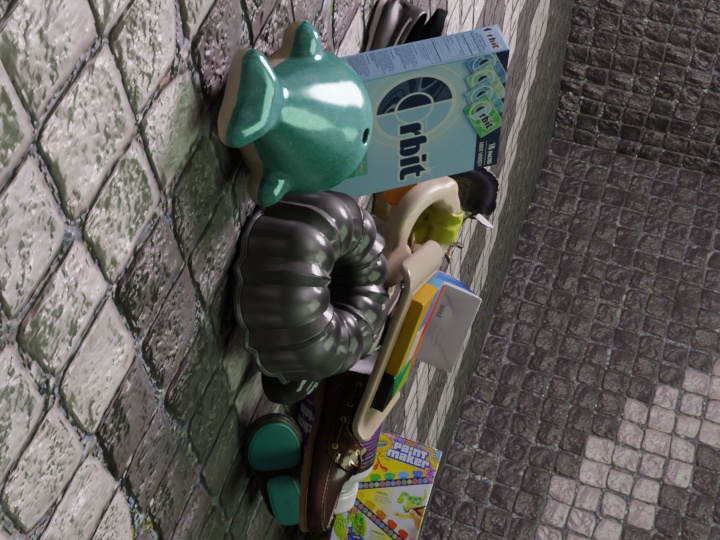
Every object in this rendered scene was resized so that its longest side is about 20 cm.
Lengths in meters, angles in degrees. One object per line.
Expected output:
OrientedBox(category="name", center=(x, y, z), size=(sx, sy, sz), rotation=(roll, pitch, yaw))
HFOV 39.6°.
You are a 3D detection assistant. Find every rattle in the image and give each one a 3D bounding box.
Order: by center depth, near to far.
OrientedBox(category="rattle", center=(0.020, -0.049, 1.206), size=(0.200, 0.143, 0.131), rotation=(-41, 159, -23))

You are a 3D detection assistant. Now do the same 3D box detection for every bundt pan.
OrientedBox(category="bundt pan", center=(-0.036, 0.014, 0.985), size=(0.201, 0.075, 0.204), rotation=(-9, 101, -57))

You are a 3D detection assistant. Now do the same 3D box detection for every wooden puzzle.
OrientedBox(category="wooden puzzle", center=(0.050, 0.076, 1.125), size=(0.185, 0.037, 0.202), rotation=(-35, 142, -72))

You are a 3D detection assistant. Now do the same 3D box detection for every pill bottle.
OrientedBox(category="pill bottle", center=(-0.030, 0.203, 1.282), size=(0.111, 0.111, 0.202), rotation=(-39, 142, -68))

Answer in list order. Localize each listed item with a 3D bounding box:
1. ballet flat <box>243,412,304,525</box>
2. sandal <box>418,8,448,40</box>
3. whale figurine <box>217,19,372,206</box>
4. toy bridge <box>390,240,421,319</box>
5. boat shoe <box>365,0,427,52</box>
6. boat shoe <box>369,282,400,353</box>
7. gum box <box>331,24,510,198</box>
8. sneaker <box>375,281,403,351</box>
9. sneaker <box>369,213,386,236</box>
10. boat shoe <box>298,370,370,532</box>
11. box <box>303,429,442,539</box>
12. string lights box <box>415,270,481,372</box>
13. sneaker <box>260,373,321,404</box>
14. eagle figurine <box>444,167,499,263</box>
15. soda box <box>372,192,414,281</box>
OrientedBox(category="ballet flat", center=(-0.095, 0.211, 1.145), size=(0.201, 0.072, 0.073), rotation=(83, 25, -43))
OrientedBox(category="sandal", center=(0.078, -0.255, 1.227), size=(0.200, 0.045, 0.076), rotation=(148, -41, -72))
OrientedBox(category="whale figurine", center=(-0.051, -0.128, 0.842), size=(0.200, 0.103, 0.160), rotation=(1, 104, -76))
OrientedBox(category="toy bridge", center=(0.081, -0.022, 1.346), size=(0.067, 0.027, 0.202), rotation=(76, 29, -73))
OrientedBox(category="boat shoe", center=(0.027, -0.217, 1.162), size=(0.067, 0.057, 0.202), rotation=(8, 97, -77))
OrientedBox(category="boat shoe", center=(0.015, 0.024, 1.318), size=(0.202, 0.071, 0.061), rotation=(-74, 172, -51))
OrientedBox(category="gum box", center=(0.051, -0.161, 1.050), size=(0.171, 0.198, 0.045), rotation=(86, -11, -53))
OrientedBox(category="sneaker", center=(0.023, 0.066, 1.472), size=(0.200, 0.075, 0.080), rotation=(-54, 170, -41))
OrientedBox(category="sneaker", center=(0.000, 0.000, 1.239), size=(0.075, 0.081, 0.201), rotation=(90, 20, -47))
OrientedBox(category="boat shoe", center=(-0.026, 0.199, 1.128), size=(0.071, 0.070, 0.201), rotation=(85, 11, -55))
OrientedBox(category="box", center=(0.013, 0.333, 1.445), size=(0.200, 0.121, 0.194), rotation=(140, -31, -76))
OrientedBox(category="string lights box", center=(0.101, 0.059, 1.337), size=(0.200, 0.059, 0.103), rotation=(-108, -139, -83))
OrientedBox(category="sneaker", center=(-0.068, 0.043, 1.068), size=(0.091, 0.075, 0.201), rotation=(61, 38, -58))
OrientedBox(category="eagle figurine", center=(0.129, -0.116, 1.481), size=(0.151, 0.150, 0.201), rotation=(-67, 166, -56))
OrientedBox(category="soda box", center=(0.059, -0.089, 1.404), size=(0.064, 0.067, 0.201), rotation=(-45, 148, -50))
